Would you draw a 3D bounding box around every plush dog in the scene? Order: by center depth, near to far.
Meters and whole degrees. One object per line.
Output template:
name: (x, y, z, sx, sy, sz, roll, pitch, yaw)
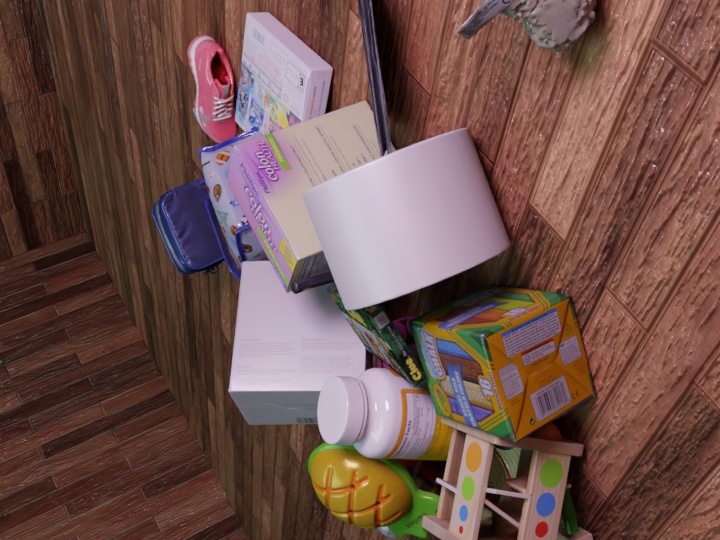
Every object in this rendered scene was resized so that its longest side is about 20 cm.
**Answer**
plush dog: (0.116, -0.299, 0.727, 0.201, 0.159, 0.173, 95, 168, -47)

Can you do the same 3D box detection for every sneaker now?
sneaker: (-0.258, -0.314, 1.579, 0.087, 0.073, 0.202, 31, 137, 52)

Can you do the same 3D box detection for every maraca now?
maraca: (0.021, 0.293, 1.177, 0.199, 0.107, 0.137, 34, 134, -7)

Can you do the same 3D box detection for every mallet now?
mallet: (0.000, 0.000, 1.140, 0.042, 0.198, 0.066, 68, 160, 11)

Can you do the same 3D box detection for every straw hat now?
straw hat: (0.162, 0.283, 1.177, 0.201, 0.084, 0.202, 46, 148, 40)

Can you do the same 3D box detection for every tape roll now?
tape roll: (0.050, -0.057, 0.979, 0.202, 0.201, 0.140, -13, 99, 66)

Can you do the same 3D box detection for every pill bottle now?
pill bottle: (0.051, 0.182, 1.117, 0.111, 0.198, 0.112, -25, 62, 57)

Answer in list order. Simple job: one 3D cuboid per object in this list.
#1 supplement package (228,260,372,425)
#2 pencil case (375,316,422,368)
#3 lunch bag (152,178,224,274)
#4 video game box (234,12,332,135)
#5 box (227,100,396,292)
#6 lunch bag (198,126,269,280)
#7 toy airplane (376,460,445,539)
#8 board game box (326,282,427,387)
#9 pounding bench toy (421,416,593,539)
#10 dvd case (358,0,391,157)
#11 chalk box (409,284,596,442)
supplement package: (-0.078, 0.107, 1.289, 0.147, 0.189, 0.202, 81, -170, -62)
pencil case: (0.070, 0.151, 1.258, 0.091, 0.093, 0.201, 56, 156, 28)
lunch bag: (-0.353, -0.085, 1.903, 0.132, 0.135, 0.202, -10, 103, 66)
video game box: (-0.120, -0.261, 1.324, 0.200, 0.046, 0.184, 48, 136, 39)
box: (-0.043, -0.098, 1.146, 0.177, 0.199, 0.097, 59, 155, 17)
lunch bag: (-0.165, -0.082, 1.348, 0.201, 0.123, 0.171, 89, 158, -61)
toy airplane: (0.037, 0.322, 1.307, 0.200, 0.198, 0.142, 40, -140, -36)
board game box: (0.016, 0.074, 1.096, 0.105, 0.023, 0.200, 60, 170, -15)
pounding bench toy: (0.198, 0.250, 1.043, 0.124, 0.198, 0.158, 6, 85, 65)
dvd case: (0.014, -0.251, 1.039, 0.149, 0.016, 0.202, -96, -2, -62)
chalk box: (0.145, 0.095, 1.003, 0.199, 0.124, 0.125, 7, 117, 62)
